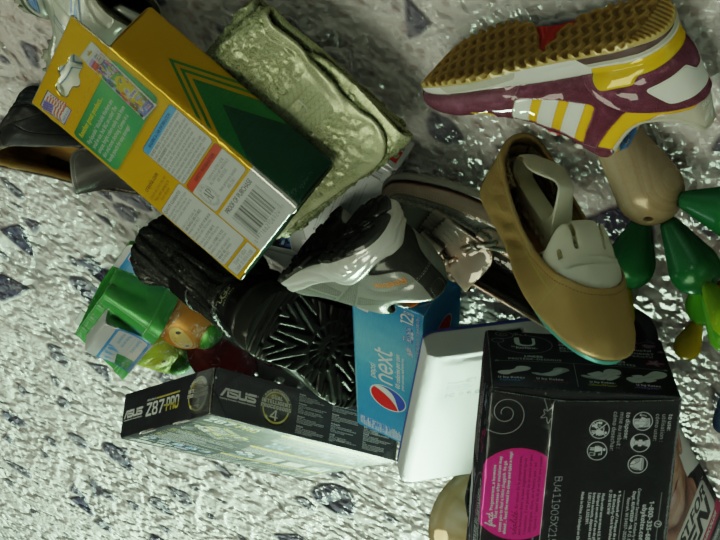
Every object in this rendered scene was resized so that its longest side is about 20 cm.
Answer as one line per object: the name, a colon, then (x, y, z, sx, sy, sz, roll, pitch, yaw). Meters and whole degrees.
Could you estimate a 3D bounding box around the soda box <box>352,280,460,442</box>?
soda box: (0.037, 0.059, 1.445, 0.064, 0.068, 0.200, 24, 148, 17)

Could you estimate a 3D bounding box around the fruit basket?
fruit basket: (-0.149, 0.066, 1.608, 0.200, 0.094, 0.185, 35, 149, -8)

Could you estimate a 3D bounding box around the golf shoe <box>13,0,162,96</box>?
golf shoe: (-0.187, -0.172, 1.335, 0.097, 0.078, 0.200, 9, 142, 25)

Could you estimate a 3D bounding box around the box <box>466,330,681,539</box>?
box: (0.143, 0.154, 1.242, 0.132, 0.115, 0.201, 3, 109, 0)

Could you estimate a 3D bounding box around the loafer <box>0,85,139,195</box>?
loafer: (-0.212, -0.086, 1.473, 0.199, 0.072, 0.073, 17, 144, 25)

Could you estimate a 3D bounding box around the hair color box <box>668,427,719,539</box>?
hair color box: (0.216, 0.176, 1.400, 0.060, 0.100, 0.200, 5, 142, 38)

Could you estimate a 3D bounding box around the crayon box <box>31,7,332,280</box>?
crayon box: (-0.127, -0.097, 1.270, 0.200, 0.052, 0.126, 40, 147, -2)

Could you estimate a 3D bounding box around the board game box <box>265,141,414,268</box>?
board game box: (-0.043, -0.066, 1.379, 0.126, 0.035, 0.200, 32, 149, 4)

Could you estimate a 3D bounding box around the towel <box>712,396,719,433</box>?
towel: (0.348, 0.115, 1.256, 0.199, 0.049, 0.112, 25, 148, 13)

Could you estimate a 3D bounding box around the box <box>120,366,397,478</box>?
box: (-0.091, 0.141, 1.615, 0.199, 0.049, 0.161, 17, 161, -31)

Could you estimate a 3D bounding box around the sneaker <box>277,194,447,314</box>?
sneaker: (0.000, 0.000, 1.291, 0.079, 0.074, 0.200, 41, 167, -14)

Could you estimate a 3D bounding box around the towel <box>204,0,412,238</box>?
towel: (-0.062, -0.102, 1.281, 0.148, 0.037, 0.200, 42, 147, -9)

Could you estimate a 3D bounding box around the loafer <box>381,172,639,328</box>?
loafer: (0.100, -0.005, 1.278, 0.199, 0.063, 0.072, 24, 153, -2)

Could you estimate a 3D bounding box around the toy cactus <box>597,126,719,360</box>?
toy cactus: (0.214, -0.026, 1.169, 0.165, 0.102, 0.200, 58, 148, -3)

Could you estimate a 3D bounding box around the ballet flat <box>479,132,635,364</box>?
ballet flat: (0.127, -0.021, 1.169, 0.068, 0.200, 0.063, 0, 126, -23)

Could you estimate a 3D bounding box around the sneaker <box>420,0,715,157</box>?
sneaker: (0.125, -0.108, 1.129, 0.200, 0.075, 0.090, -3, 128, 46)

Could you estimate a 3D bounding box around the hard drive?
hard drive: (0.103, 0.102, 1.415, 0.131, 0.025, 0.200, -7, 147, -10)

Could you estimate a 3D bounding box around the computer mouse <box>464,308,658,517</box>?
computer mouse: (0.147, 0.110, 1.326, 0.059, 0.200, 0.034, 44, -173, 20)

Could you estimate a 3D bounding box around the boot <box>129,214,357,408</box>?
boot: (-0.079, 0.028, 1.495, 0.158, 0.080, 0.211, 30, 176, 39)

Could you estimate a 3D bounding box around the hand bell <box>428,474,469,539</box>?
hand bell: (0.150, 0.237, 1.491, 0.104, 0.104, 0.200, 52, 165, -27)
